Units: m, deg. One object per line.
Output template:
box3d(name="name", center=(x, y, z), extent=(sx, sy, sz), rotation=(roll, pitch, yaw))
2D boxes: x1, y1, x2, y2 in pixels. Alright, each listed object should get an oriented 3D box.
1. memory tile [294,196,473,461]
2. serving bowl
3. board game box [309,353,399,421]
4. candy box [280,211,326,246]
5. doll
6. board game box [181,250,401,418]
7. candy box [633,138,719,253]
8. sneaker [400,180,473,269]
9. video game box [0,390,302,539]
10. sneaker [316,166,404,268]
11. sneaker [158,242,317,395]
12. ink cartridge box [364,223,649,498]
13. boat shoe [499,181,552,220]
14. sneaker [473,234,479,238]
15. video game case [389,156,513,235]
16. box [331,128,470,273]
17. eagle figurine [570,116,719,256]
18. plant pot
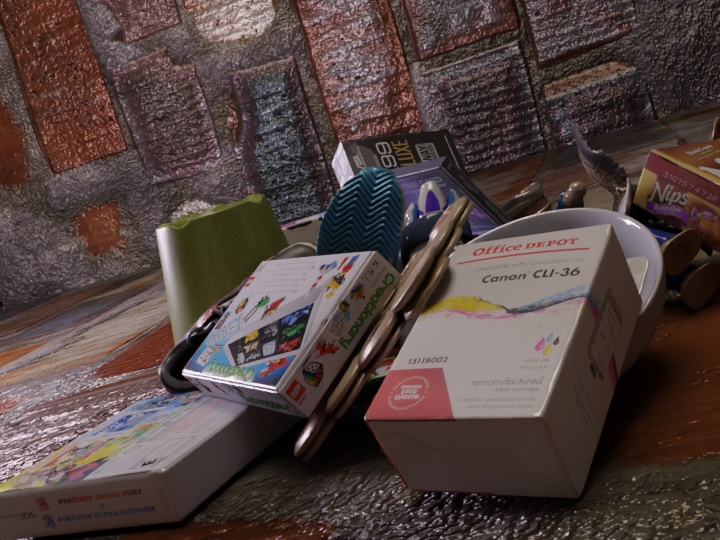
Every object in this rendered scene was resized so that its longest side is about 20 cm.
box3d(name="memory tile", center=(0.016, 0.041, 0.709), extent=(0.201, 0.017, 0.154), rotation=(-56, 2, 31))
box3d(name="serving bowl", center=(0.130, 0.039, 0.710), extent=(0.198, 0.066, 0.201), rotation=(-21, 30, 13))
box3d(name="board game box", center=(0.061, 0.085, 0.816), extent=(0.198, 0.024, 0.105), rotation=(-15, 10, 15))
box3d(name="candy box", center=(-0.093, 0.013, 1.223), extent=(0.198, 0.138, 0.061), rotation=(-18, 8, -1))
box3d(name="doll", center=(0.222, -0.023, 0.864), extent=(0.048, 0.137, 0.200), rotation=(-45, 25, -13))
box3d(name="board game box", center=(-0.061, 0.046, 0.763), extent=(0.127, 0.035, 0.199), rotation=(-55, 23, -19))
box3d(name="candy box", center=(0.349, -0.069, 0.842), extent=(0.199, 0.057, 0.117), rotation=(-10, 35, -35))
box3d(name="sneaker", center=(0.066, -0.010, 0.885), extent=(0.080, 0.148, 0.200), rotation=(-13, -4, 9))
box3d(name="video game box", center=(-0.166, 0.148, 0.785), extent=(0.181, 0.047, 0.200), rotation=(-11, 10, 27))
box3d(name="sneaker", center=(0.000, 0.000, 0.911), extent=(0.076, 0.202, 0.081), rotation=(14, 14, 11))
box3d(name="sneaker", center=(-0.107, 0.051, 0.903), extent=(0.200, 0.077, 0.082), rotation=(-45, -9, -3))
box3d(name="ink cartridge box", center=(0.099, 0.039, 0.597), extent=(0.116, 0.068, 0.201), rotation=(-7, 36, 36))
box3d(name="boat shoe", center=(0.191, -0.042, 1.241), extent=(0.076, 0.072, 0.200), rotation=(-36, -5, -19))
box3d(name="sneaker", center=(0.136, 0.005, 0.986), extent=(0.074, 0.083, 0.199), rotation=(-21, 11, -33))
box3d(name="video game case", center=(0.112, -0.046, 1.057), extent=(0.142, 0.200, 0.019), rotation=(-5, 49, 57))
box3d(name="box", center=(0.069, -0.077, 1.202), extent=(0.156, 0.201, 0.050), rotation=(-8, -28, -23))
box3d(name="eagle figurine", center=(0.269, -0.067, 0.986), extent=(0.199, 0.151, 0.152), rotation=(11, 59, 54))
box3d(name="plant pot", center=(-0.130, 0.025, 1.029), extent=(0.198, 0.192, 0.200), rotation=(-16, 7, 2))
